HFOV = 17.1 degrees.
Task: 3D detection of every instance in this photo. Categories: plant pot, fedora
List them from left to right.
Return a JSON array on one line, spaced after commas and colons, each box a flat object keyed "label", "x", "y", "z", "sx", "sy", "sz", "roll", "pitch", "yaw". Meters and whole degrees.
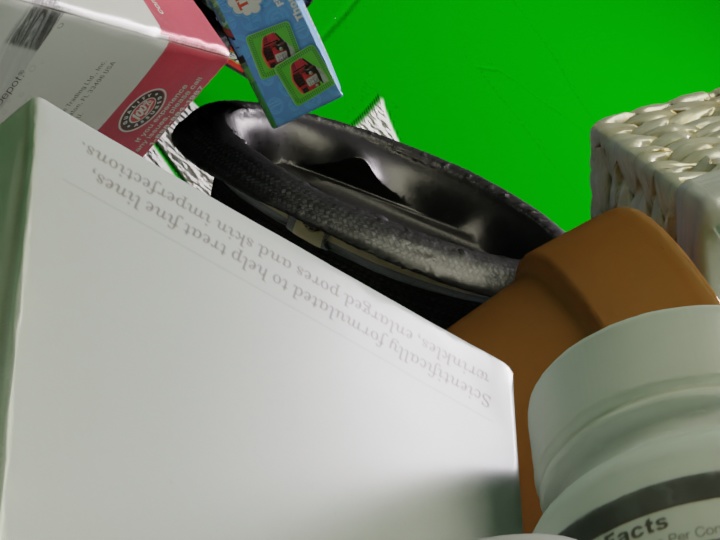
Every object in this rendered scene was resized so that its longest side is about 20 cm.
[{"label": "fedora", "x": 0.000, "y": 0.000, "z": 1.073, "sx": 0.200, "sy": 0.092, "sz": 0.201, "roll": 20, "pitch": 17, "yaw": -6}, {"label": "plant pot", "x": 0.071, "y": 0.093, "z": 0.885, "sx": 0.200, "sy": 0.140, "sz": 0.201, "roll": 159, "pitch": -90, "yaw": -82}]

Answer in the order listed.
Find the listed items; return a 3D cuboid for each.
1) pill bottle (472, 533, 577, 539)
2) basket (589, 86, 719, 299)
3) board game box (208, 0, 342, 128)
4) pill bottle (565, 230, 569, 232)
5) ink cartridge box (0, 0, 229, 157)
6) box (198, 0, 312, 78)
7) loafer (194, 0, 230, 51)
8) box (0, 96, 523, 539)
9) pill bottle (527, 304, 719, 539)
[{"label": "pill bottle", "x": 0.041, "y": 0.169, "z": 0.539, "sx": 0.109, "sy": 0.109, "sz": 0.201, "roll": 14, "pitch": 49, "yaw": -52}, {"label": "basket", "x": 0.176, "y": 0.026, "z": 1.018, "sx": 0.135, "sy": 0.201, "sz": 0.123, "roll": -14, "pitch": 26, "yaw": -18}, {"label": "board game box", "x": -0.067, "y": -0.161, "z": 1.009, "sx": 0.151, "sy": 0.036, "sz": 0.201, "roll": -104, "pitch": 169, "yaw": -82}, {"label": "pill bottle", "x": 0.141, "y": 0.035, "z": 1.260, "sx": 0.114, "sy": 0.114, "sz": 0.200, "roll": 52, "pitch": 22, "yaw": 22}, {"label": "ink cartridge box", "x": -0.167, "y": -0.069, "z": 0.857, "sx": 0.085, "sy": 0.146, "sz": 0.200, "roll": 53, "pitch": 22, "yaw": 23}, {"label": "box", "x": -0.113, "y": -0.178, "z": 1.164, "sx": 0.200, "sy": 0.040, "sz": 0.137, "roll": 31, "pitch": -20, "yaw": -7}, {"label": "loafer", "x": -0.116, "y": -0.089, "z": 1.091, "sx": 0.068, "sy": 0.070, "sz": 0.201, "roll": 39, "pitch": 16, "yaw": 7}, {"label": "box", "x": -0.061, "y": 0.095, "z": 0.695, "sx": 0.199, "sy": 0.131, "sz": 0.200, "roll": 30, "pitch": 41, "yaw": -32}, {"label": "pill bottle", "x": 0.106, "y": 0.117, "z": 0.673, "sx": 0.113, "sy": 0.113, "sz": 0.201, "roll": 27, "pitch": 42, "yaw": -36}]
